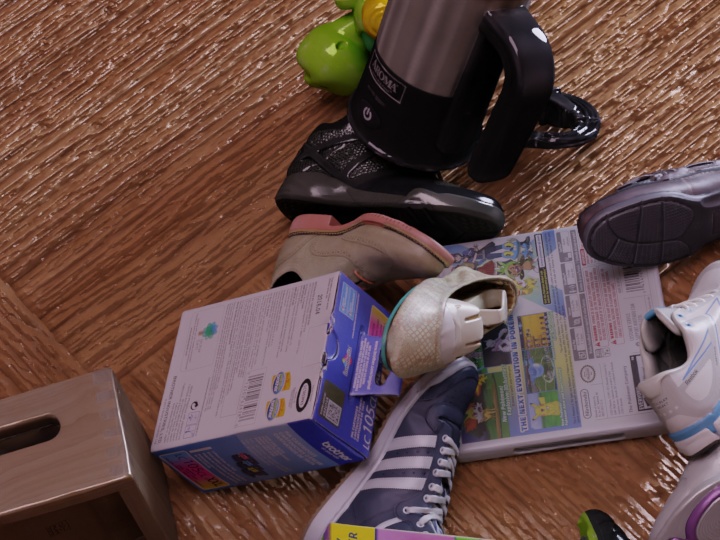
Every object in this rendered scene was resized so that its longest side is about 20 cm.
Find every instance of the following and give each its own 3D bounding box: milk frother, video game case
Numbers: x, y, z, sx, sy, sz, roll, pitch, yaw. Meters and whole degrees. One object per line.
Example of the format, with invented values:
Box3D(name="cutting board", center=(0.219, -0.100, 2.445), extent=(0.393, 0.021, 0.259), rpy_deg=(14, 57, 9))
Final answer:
Box3D(name="milk frother", center=(0.116, -0.185, 1.722), extent=(0.180, 0.188, 0.200), rpy_deg=(39, 45, 19))
Box3D(name="video game case", center=(0.158, 0.053, 1.690), extent=(0.182, 0.022, 0.200), rpy_deg=(-9, 56, 6))

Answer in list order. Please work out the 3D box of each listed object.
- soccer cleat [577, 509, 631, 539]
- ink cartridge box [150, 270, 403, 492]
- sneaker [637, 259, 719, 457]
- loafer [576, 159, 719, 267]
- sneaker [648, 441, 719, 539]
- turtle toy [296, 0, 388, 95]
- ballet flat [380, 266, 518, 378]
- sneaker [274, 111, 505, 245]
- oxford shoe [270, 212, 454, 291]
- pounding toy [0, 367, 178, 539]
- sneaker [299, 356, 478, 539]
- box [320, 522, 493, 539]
Box3D(name="soccer cleat", center=(0.226, 0.254, 1.519), extent=(0.081, 0.068, 0.200), rpy_deg=(-23, 61, -14))
Box3D(name="ink cartridge box", center=(-0.057, 0.086, 1.634), extent=(0.200, 0.076, 0.137), rpy_deg=(-16, 50, 36))
Box3D(name="sneaker", center=(0.257, 0.046, 1.604), extent=(0.075, 0.087, 0.200), rpy_deg=(-35, 21, 35))
Box3D(name="loafer", center=(0.262, -0.053, 1.703), extent=(0.200, 0.072, 0.063), rpy_deg=(-11, 38, -18))
Box3D(name="sneaker", center=(0.286, 0.148, 1.581), extent=(0.200, 0.075, 0.100), rpy_deg=(-47, 22, -6))
Box3D(name="turtle toy", center=(0.039, -0.214, 1.844), extent=(0.200, 0.101, 0.146), rpy_deg=(-10, 25, 5))
Box3D(name="ballet flat", center=(0.075, 0.034, 1.609), extent=(0.062, 0.068, 0.200), rpy_deg=(3, 16, 20))
Box3D(name="sneaker", center=(0.035, -0.085, 1.776), extent=(0.199, 0.076, 0.114), rpy_deg=(9, 65, 24))
Box3D(name="oxford shoe", center=(0.000, 0.000, 1.702), extent=(0.200, 0.071, 0.074), rpy_deg=(0, 56, 56))
Box3D(name="pounding toy", center=(-0.265, 0.157, 1.610), extent=(0.200, 0.184, 0.142), rpy_deg=(-16, 54, 1))
Box3D(name="sneaker", center=(0.053, 0.167, 1.599), extent=(0.108, 0.070, 0.200), rpy_deg=(33, 80, 32))
Box3D(name="box", center=(0.064, 0.284, 1.466), extent=(0.200, 0.097, 0.176), rpy_deg=(7, 56, -7))
